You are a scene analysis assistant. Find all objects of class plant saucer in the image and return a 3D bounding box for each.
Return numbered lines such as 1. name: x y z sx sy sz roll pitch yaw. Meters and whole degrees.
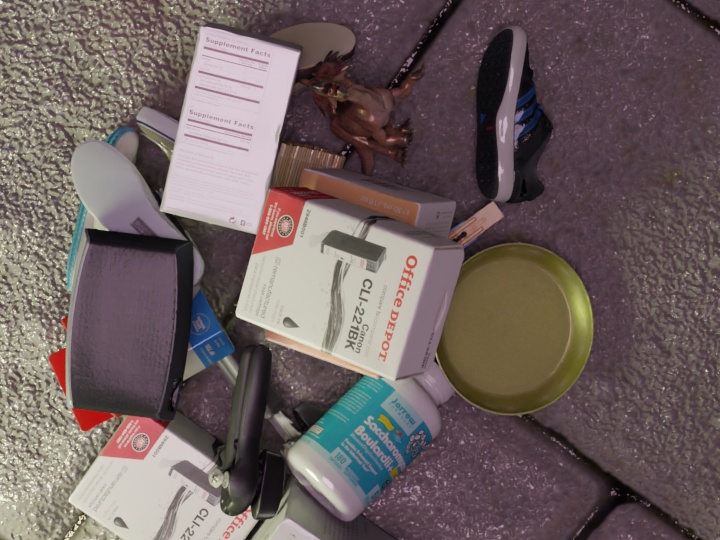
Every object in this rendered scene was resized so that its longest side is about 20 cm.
1. plant saucer: 0.175 0.067 1.587 0.199 0.031 0.201 -1 94 -14

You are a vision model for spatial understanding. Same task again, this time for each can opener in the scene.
1. can opener: -0.130 0.184 1.560 0.078 0.063 0.201 9 77 -37
2. can opener: -0.106 0.151 1.624 0.066 0.053 0.200 -44 99 -27

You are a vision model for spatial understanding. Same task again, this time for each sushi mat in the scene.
1. sushi mat: -0.079 -0.047 1.575 0.095 0.012 0.201 7 104 -38

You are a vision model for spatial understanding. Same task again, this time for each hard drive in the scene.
1. hard drive: -0.254 0.061 1.475 0.134 0.042 0.201 7 96 2

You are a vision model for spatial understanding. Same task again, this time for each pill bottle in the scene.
1. pill bottle: 0.017 0.185 1.575 0.200 0.111 0.111 -44 97 -16

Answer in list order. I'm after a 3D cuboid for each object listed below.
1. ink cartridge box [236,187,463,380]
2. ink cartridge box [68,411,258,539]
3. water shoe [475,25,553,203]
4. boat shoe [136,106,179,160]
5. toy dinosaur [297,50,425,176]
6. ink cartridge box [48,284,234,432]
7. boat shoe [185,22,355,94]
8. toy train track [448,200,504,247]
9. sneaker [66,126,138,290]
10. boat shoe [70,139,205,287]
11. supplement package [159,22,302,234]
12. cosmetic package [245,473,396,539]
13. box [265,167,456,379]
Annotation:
1. ink cartridge box: -0.011 0.011 1.416 0.199 0.084 0.145 20 101 23
2. ink cartridge box: -0.220 0.263 1.620 0.200 0.084 0.144 35 97 -5
3. water shoe: 0.179 -0.178 1.560 0.079 0.071 0.201 1 99 -27
4. boat shoe: -0.177 -0.115 1.563 0.200 0.072 0.062 33 91 -7
5. toy dinosaur: -0.007 -0.177 1.521 0.135 0.200 0.086 10 64 -3
6. ink cartridge box: -0.261 0.085 1.561 0.200 0.067 0.116 -29 65 -5
7. boat shoe: -0.098 -0.224 1.551 0.199 0.071 0.063 -19 139 -1
8. toy train track: 0.081 -0.014 1.596 0.200 0.033 0.115 -37 95 6
9. sneaker: -0.283 -0.067 1.579 0.081 0.077 0.201 12 100 -19
10. boat shoe: -0.243 -0.063 1.519 0.199 0.068 0.074 45 93 -2
11. supplement package: -0.137 -0.156 1.465 0.109 0.114 0.201 13 101 -5
12. cosmetic package: -0.048 0.376 1.595 0.200 0.166 0.168 35 98 -6
13. box: 0.000 0.000 1.524 0.152 0.106 0.201 17 100 23
